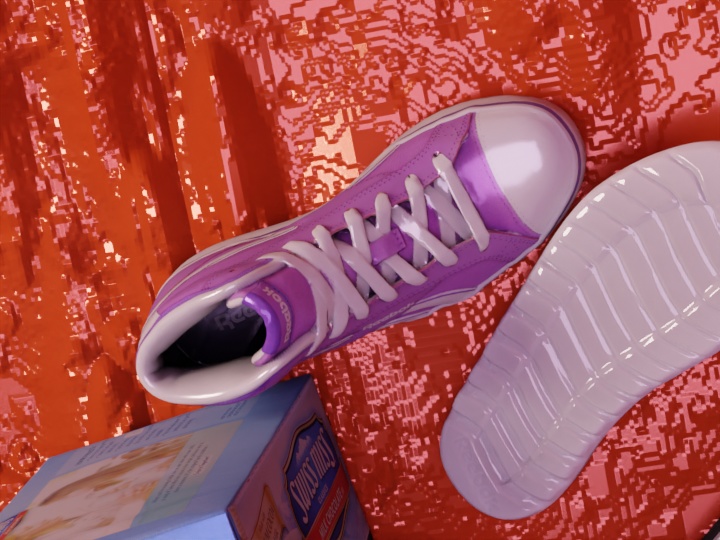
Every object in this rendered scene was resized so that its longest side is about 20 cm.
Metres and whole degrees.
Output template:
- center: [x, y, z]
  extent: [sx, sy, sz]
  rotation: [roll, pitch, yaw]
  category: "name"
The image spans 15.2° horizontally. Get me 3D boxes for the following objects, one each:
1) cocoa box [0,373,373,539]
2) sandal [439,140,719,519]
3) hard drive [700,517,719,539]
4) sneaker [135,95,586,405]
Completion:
- center: [-0.071, 0.141, 1.077]
  extent: [0.133, 0.200, 0.132]
  rotation: [-18, 99, 12]
  category: "cocoa box"
- center: [0.104, 0.019, 1.107]
  extent: [0.083, 0.050, 0.203]
  rotation: [49, 118, 10]
  category: "sandal"
- center: [0.241, 0.102, 1.112]
  extent: [0.139, 0.033, 0.200]
  rotation: [37, 105, -2]
  category: "hard drive"
- center: [0.000, 0.001, 1.081]
  extent: [0.200, 0.114, 0.073]
  rotation: [-30, 96, 12]
  category: "sneaker"
